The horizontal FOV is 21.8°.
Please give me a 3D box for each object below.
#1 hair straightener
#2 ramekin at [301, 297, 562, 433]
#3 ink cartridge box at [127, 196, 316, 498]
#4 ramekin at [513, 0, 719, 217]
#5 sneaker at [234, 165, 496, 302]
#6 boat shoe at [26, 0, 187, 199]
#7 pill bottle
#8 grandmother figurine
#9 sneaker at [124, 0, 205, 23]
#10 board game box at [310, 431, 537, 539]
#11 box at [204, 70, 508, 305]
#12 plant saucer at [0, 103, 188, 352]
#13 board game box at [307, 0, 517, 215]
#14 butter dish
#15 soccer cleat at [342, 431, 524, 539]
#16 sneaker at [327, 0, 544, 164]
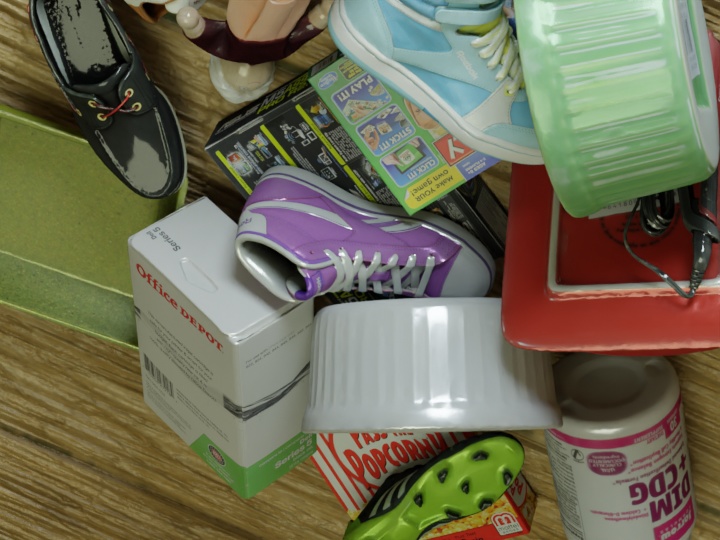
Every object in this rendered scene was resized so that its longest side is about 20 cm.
[{"bbox_3d":[0.217,-0.072,1.308,0.077,0.200,0.041,-8,155,26],"label":"hair straightener"},{"bbox_3d":[0.053,0.075,1.430,0.200,0.200,0.098,-3,84,19],"label":"ramekin"},{"bbox_3d":[-0.110,0.064,1.513,0.145,0.084,0.200,41,148,31],"label":"ink cartridge box"},{"bbox_3d":[0.172,-0.141,1.223,0.097,0.200,0.200,-9,122,17],"label":"ramekin"},{"bbox_3d":[0.000,0.000,1.416,0.200,0.114,0.073,18,127,2],"label":"sneaker"},{"bbox_3d":[-0.196,-0.141,1.431,0.074,0.063,0.202,-22,105,8],"label":"boat shoe"},{"bbox_3d":[0.215,0.169,1.529,0.113,0.113,0.200,-2,125,19],"label":"pill bottle"},{"bbox_3d":[-0.074,-0.179,1.356,0.121,0.061,0.200,5,159,-11],"label":"grandmother figurine"},{"bbox_3d":[-0.123,-0.238,1.332,0.085,0.073,0.200,50,151,-6],"label":"sneaker"},{"bbox_3d":[0.041,0.158,1.617,0.151,0.046,0.200,-19,118,28],"label":"board game box"},{"bbox_3d":[0.000,-0.066,1.467,0.160,0.044,0.200,-27,114,32],"label":"box"},{"bbox_3d":[-0.245,-0.046,1.556,0.200,0.048,0.200,19,129,3],"label":"plant saucer"},{"bbox_3d":[0.081,-0.145,1.361,0.200,0.029,0.135,-32,111,17],"label":"board game box"},{"bbox_3d":[0.217,-0.007,1.377,0.199,0.200,0.148,-3,151,18],"label":"butter dish"},{"bbox_3d":[0.054,0.185,1.557,0.067,0.081,0.200,40,116,-21],"label":"soccer cleat"},{"bbox_3d":[0.088,-0.159,1.274,0.200,0.080,0.131,29,137,-12],"label":"sneaker"}]
